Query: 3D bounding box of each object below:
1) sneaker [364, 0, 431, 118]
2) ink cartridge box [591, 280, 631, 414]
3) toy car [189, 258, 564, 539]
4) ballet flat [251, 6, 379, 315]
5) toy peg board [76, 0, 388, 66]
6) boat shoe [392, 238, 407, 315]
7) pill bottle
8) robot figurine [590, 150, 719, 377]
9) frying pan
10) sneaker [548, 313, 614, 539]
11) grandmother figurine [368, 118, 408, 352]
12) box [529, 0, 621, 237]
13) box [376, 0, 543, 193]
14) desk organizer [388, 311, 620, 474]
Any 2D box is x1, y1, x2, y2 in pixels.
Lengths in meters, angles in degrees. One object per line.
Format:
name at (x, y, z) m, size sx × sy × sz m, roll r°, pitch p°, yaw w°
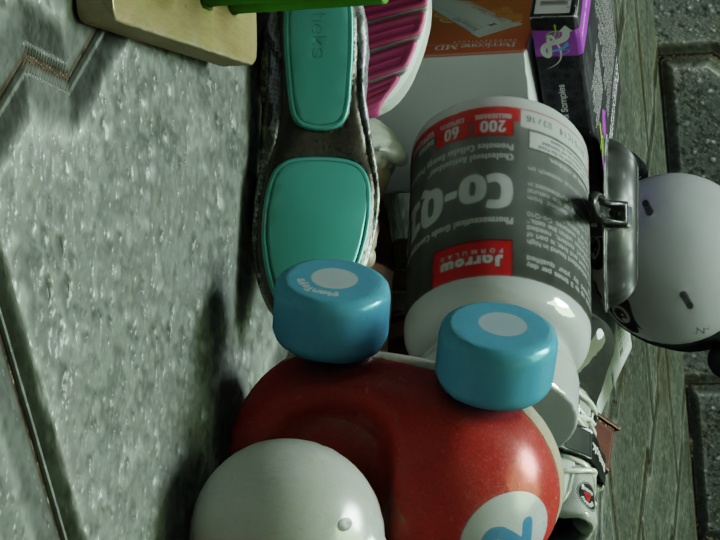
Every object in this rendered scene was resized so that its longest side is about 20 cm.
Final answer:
sneaker at (0.015, -0.176, 1.334) m, size 0.088 × 0.081 × 0.202 m, roll 62°, pitch 30°, yaw -59°
ink cartridge box at (0.141, 0.019, 1.605) m, size 0.200 × 0.083 × 0.147 m, roll -41°, pitch 123°, yaw -72°
toy car at (-0.008, 0.125, 1.064) m, size 0.200 × 0.176 × 0.186 m, roll -42°, pitch 142°, yaw -56°
ballet flat at (-0.025, -0.062, 1.198) m, size 0.072 × 0.071 × 0.202 m, roll 42°, pitch 49°, yaw -72°
toy peg board at (-0.052, -0.206, 1.007) m, size 0.200 × 0.097 × 0.201 m, roll 2°, pitch 87°, yaw -75°
boat shoe at (0.053, 0.057, 1.494) m, size 0.201 × 0.071 × 0.068 m, roll 72°, pitch 22°, yaw -51°
pill bottle at (0.083, 0.005, 1.310) m, size 0.114 × 0.113 × 0.201 m, roll 71°, pitch 18°, yaw -52°
robot figurine at (0.229, -0.003, 1.553) m, size 0.126 × 0.149 × 0.200 m, roll -68°, pitch 165°, yaw 2°
frying pan at (0.161, -0.047, 1.373) m, size 0.190 × 0.031 × 0.116 m, roll 76°, pitch 16°, yaw -63°
sneaker at (0.125, 0.124, 1.348) m, size 0.074 × 0.088 × 0.201 m, roll 36°, pitch 76°, yaw -43°
grandmother figurine at (0.000, 0.000, 1.319) m, size 0.121 × 0.060 × 0.202 m, roll 113°, pitch -22°, yaw -71°
box at (0.147, -0.141, 1.454) m, size 0.201 × 0.036 × 0.144 m, roll 74°, pitch 21°, yaw -45°
box at (0.070, -0.140, 1.474) m, size 0.200 × 0.123 × 0.098 m, roll -69°, pitch 154°, yaw -59°
desk organizer at (0.080, 0.104, 1.417) m, size 0.199 × 0.071 × 0.078 m, roll 33°, pitch 55°, yaw -37°
